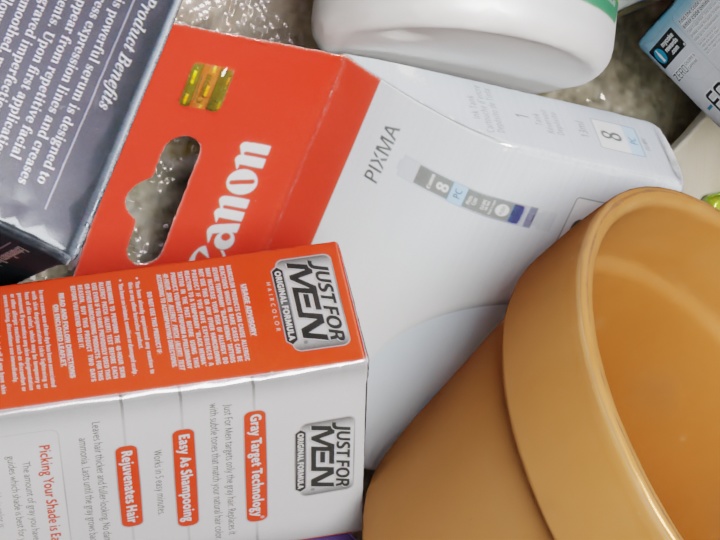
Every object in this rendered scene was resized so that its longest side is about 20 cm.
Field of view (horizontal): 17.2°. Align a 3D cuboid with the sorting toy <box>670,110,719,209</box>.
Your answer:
[{"bbox_3d":[0.158,0.028,0.977,0.179,0.107,0.201,-18,72,-6],"label":"sorting toy"}]

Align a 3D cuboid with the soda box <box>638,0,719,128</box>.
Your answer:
[{"bbox_3d":[0.199,-0.132,0.917,0.068,0.064,0.200,45,60,4],"label":"soda box"}]

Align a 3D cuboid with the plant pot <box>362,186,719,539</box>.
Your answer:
[{"bbox_3d":[0.095,0.090,0.845,0.200,0.140,0.201,34,38,-31],"label":"plant pot"}]

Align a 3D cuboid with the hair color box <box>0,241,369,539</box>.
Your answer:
[{"bbox_3d":[-0.100,0.056,0.849,0.199,0.102,0.061,-7,48,-8],"label":"hair color box"}]

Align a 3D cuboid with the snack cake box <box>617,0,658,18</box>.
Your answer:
[{"bbox_3d":[0.107,-0.168,0.992,0.199,0.067,0.115,-24,91,-21],"label":"snack cake box"}]

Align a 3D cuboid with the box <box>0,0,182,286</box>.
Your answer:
[{"bbox_3d":[-0.184,-0.082,0.834,0.199,0.148,0.107,26,76,-16],"label":"box"}]

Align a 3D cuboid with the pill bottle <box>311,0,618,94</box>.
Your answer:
[{"bbox_3d":[0.045,-0.174,0.876,0.112,0.113,0.201,8,81,-19],"label":"pill bottle"}]

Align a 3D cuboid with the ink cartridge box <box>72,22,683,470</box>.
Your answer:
[{"bbox_3d":[0.000,0.000,0.894,0.199,0.160,0.047,10,36,-20],"label":"ink cartridge box"}]

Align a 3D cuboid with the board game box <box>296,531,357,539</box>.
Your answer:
[{"bbox_3d":[-0.021,0.202,0.877,0.165,0.057,0.200,-41,78,-18],"label":"board game box"}]
